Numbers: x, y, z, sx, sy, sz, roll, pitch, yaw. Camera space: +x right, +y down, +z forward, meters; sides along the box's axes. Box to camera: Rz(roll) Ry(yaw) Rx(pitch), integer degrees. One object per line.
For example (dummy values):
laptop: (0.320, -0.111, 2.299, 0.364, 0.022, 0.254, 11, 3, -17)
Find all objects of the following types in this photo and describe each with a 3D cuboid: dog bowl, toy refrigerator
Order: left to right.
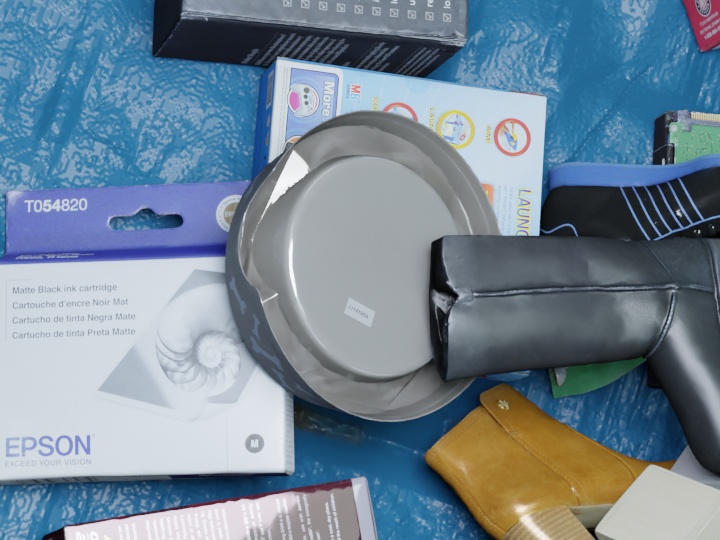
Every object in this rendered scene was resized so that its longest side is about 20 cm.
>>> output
dog bowl: (0.000, 0.000, 1.518, 0.200, 0.059, 0.201, 6, 79, -34)
toy refrigerator: (0.235, 0.228, 1.568, 0.070, 0.076, 0.200, -46, 127, -20)

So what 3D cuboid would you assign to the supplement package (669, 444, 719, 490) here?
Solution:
supplement package: (0.350, 0.142, 1.585, 0.200, 0.147, 0.191, 50, 62, -21)

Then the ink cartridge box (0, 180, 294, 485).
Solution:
ink cartridge box: (-0.143, 0.038, 1.540, 0.199, 0.041, 0.201, -3, 80, 5)

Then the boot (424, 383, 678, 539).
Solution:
boot: (0.151, 0.128, 1.618, 0.201, 0.071, 0.144, -24, 62, -40)

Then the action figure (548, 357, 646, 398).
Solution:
action figure: (0.223, 0.027, 1.603, 0.199, 0.118, 0.055, -14, 42, -2)

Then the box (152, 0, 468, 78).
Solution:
box: (-0.033, -0.244, 1.603, 0.196, 0.124, 0.201, 5, 80, -15)

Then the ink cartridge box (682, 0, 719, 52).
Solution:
ink cartridge box: (0.271, -0.274, 1.675, 0.085, 0.148, 0.201, -19, 85, -18)

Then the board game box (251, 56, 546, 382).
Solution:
board game box: (0.023, -0.033, 1.618, 0.195, 0.056, 0.201, 7, 79, -14)

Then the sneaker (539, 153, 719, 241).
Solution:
sneaker: (0.218, -0.033, 1.620, 0.199, 0.070, 0.078, -2, 71, 29)

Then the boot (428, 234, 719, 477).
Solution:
boot: (0.145, 0.054, 1.498, 0.199, 0.066, 0.165, 1, 68, -19)

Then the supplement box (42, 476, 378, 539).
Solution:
supplement box: (-0.098, 0.181, 1.523, 0.199, 0.109, 0.061, -8, 83, -17)

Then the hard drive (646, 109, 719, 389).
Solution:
hard drive: (0.277, -0.010, 1.689, 0.139, 0.038, 0.201, 5, 80, -14)
